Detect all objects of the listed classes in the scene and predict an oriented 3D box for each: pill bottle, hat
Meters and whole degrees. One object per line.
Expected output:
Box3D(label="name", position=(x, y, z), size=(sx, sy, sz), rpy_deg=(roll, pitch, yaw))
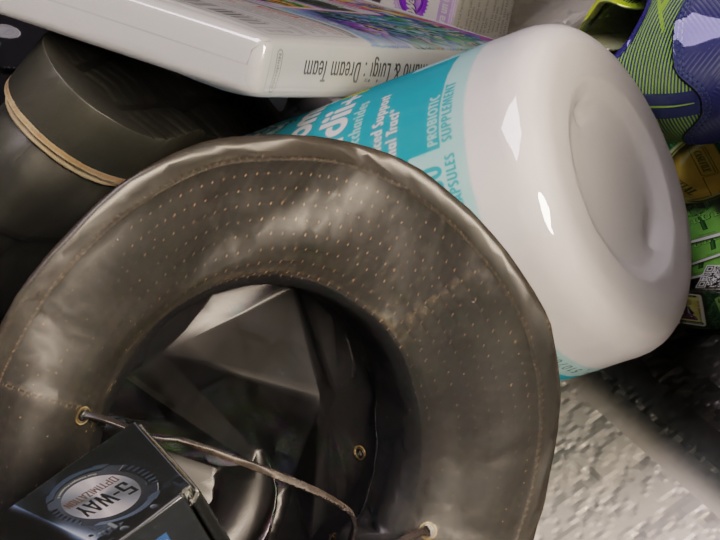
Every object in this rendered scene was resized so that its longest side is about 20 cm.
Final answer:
Box3D(label="pill bottle", position=(0.000, 0.000, 0.990), size=(0.199, 0.111, 0.111), rpy_deg=(-20, 35, 28))
Box3D(label="hat", position=(-0.037, 0.054, 0.909), size=(0.200, 0.201, 0.081), rpy_deg=(-34, 18, -8))

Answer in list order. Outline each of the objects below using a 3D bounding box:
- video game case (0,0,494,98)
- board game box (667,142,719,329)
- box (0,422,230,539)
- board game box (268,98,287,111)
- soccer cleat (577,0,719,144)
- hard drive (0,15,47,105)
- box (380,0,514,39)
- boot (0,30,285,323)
Box3D(label="video game case", position=(-0.067, -0.096, 1.065), size=(0.199, 0.024, 0.182), rpy_deg=(19, 12, 29))
Box3D(label="board game box", position=(0.064, -0.025, 1.068), size=(0.199, 0.024, 0.105), rpy_deg=(2, 43, 35))
Box3D(label="box", position=(-0.100, 0.161, 0.824), size=(0.200, 0.161, 0.044), rpy_deg=(-34, 34, -10))
Box3D(label="board game box", position=(-0.052, -0.201, 1.221), size=(0.041, 0.201, 0.200), rpy_deg=(5, 29, -31))
Box3D(label="soccer cleat", position=(0.117, -0.105, 1.070), size=(0.083, 0.065, 0.200), rpy_deg=(-9, 27, 12))
Box3D(label="hard drive", position=(-0.174, -0.082, 1.198), size=(0.199, 0.038, 0.140), rpy_deg=(3, 30, -19))
Box3D(label="box", position=(0.051, -0.185, 1.139), size=(0.039, 0.201, 0.041), rpy_deg=(26, 23, 36))
Box3D(label="boot", position=(-0.106, -0.019, 1.093), size=(0.077, 0.200, 0.138), rpy_deg=(47, 106, 18))
